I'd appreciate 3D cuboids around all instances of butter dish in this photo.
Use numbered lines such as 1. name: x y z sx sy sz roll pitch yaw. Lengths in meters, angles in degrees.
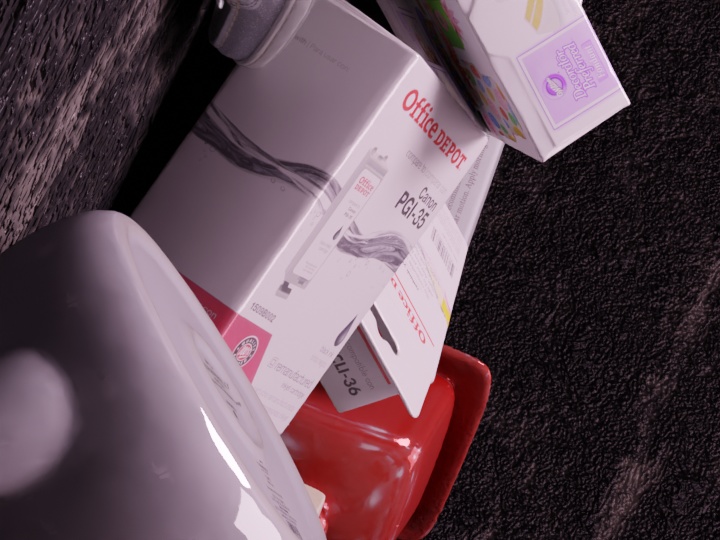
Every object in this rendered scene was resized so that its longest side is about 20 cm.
1. butter dish: -0.030 0.138 1.466 0.148 0.200 0.200 -69 179 -51

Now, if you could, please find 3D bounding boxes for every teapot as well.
1. teapot: -0.113 0.084 0.810 0.146 0.200 0.197 -31 -156 3

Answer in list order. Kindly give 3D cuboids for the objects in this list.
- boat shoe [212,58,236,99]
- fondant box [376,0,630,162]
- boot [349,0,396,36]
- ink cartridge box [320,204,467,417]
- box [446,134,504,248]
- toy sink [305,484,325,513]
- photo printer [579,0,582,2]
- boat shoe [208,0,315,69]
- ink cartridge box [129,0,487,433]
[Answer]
1. boat shoe: -0.040 -0.092 1.150 0.200 0.067 0.072 -18 132 -82
2. fondant box: 0.055 -0.147 1.078 0.058 0.144 0.200 -31 -162 -4
3. boot: 0.028 -0.213 1.285 0.200 0.068 0.189 -88 179 -82
4. ink cartridge box: 0.000 0.000 1.224 0.117 0.067 0.200 61 23 -22
5. box: 0.018 -0.036 1.537 0.200 0.130 0.199 107 4 -56
6. toy sink: -0.119 0.220 1.401 0.112 0.130 0.200 -60 171 -48
7. photo printer: 0.093 -0.252 1.310 0.166 0.069 0.201 -176 -86 -68
8. boat shoe: -0.041 -0.171 0.906 0.202 0.065 0.075 116 -17 -53
9. ink cartridge box: -0.036 -0.029 1.044 0.200 0.083 0.147 -55 158 -1
